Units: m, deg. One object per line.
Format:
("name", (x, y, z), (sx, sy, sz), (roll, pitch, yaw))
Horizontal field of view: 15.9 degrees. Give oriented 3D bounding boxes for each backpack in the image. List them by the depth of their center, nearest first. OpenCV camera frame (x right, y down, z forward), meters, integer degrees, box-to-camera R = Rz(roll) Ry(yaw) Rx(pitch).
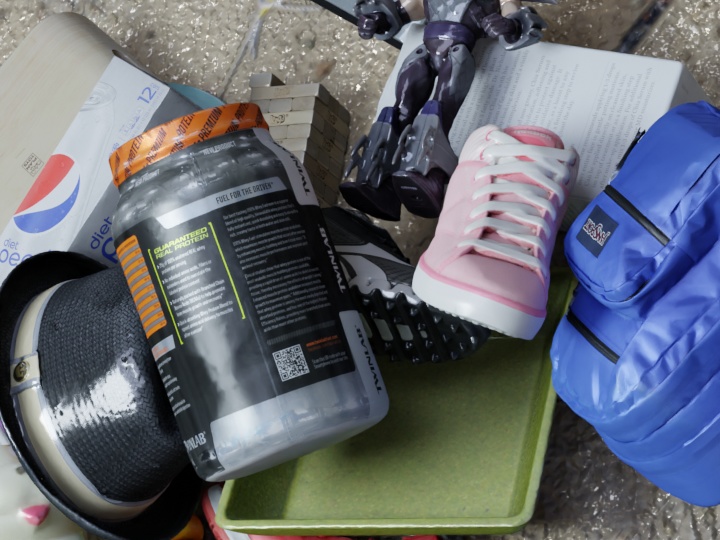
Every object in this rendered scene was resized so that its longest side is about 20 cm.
("backpack", (0.195, 0.018, 1.466), (0.200, 0.168, 0.163), (-53, 15, 6))

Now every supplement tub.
("supplement tub", (-0.070, 0.012, 1.497), (0.122, 0.122, 0.201), (-22, 83, 18))

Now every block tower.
("block tower", (-0.053, -0.030, 1.695), (0.058, 0.054, 0.201), (-2, 68, 26))

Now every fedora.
("fedora", (-0.136, 0.063, 1.569), (0.091, 0.200, 0.201), (-30, 57, 31))

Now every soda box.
("soda box", (-0.176, -0.034, 1.674), (0.063, 0.068, 0.200), (31, 88, 40))

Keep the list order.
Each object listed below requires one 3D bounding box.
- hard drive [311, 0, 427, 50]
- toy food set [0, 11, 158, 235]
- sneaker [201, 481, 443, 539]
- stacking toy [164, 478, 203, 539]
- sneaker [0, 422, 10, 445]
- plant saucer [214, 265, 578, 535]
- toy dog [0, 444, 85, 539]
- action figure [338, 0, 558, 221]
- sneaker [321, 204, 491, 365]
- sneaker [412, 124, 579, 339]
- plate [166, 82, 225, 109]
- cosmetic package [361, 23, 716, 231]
("hard drive", (0.044, -0.257, 1.754), (0.139, 0.033, 0.200), (32, 86, 35))
("toy food set", (-0.212, -0.064, 1.772), (0.143, 0.060, 0.200), (41, 92, 24))
("sneaker", (-0.010, 0.184, 1.583), (0.115, 0.078, 0.200), (-32, 54, -9))
("stacking toy", (-0.133, 0.160, 1.648), (0.085, 0.085, 0.201), (-30, 65, 14))
("sneaker", (-0.280, 0.069, 1.729), (0.100, 0.075, 0.201), (-37, 80, 39))
("plant saucer", (0.031, 0.090, 1.566), (0.199, 0.048, 0.200), (-3, 47, 21))
("toy dog", (-0.208, 0.208, 1.611), (0.139, 0.194, 0.201), (-10, 84, -19))
("action figure", (0.050, -0.130, 1.589), (0.130, 0.069, 0.201), (1, 64, 39))
("sneaker", (0.000, 0.000, 1.583), (0.199, 0.067, 0.091), (10, 53, 32))
("sneaker", (0.081, -0.030, 1.478), (0.075, 0.200, 0.105), (20, 102, -2))
("plate", (-0.162, -0.043, 1.776), (0.199, 0.026, 0.201), (-11, 64, 23))
("cosmetic package", (0.112, -0.085, 1.619), (0.199, 0.071, 0.102), (12, 74, 32))
